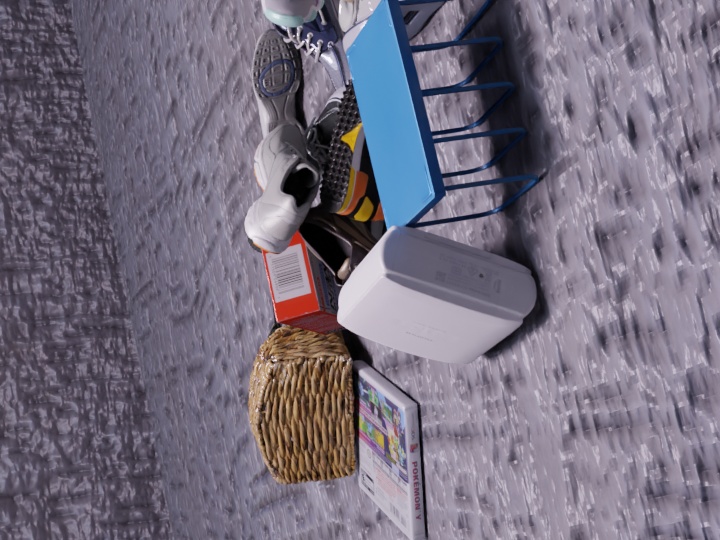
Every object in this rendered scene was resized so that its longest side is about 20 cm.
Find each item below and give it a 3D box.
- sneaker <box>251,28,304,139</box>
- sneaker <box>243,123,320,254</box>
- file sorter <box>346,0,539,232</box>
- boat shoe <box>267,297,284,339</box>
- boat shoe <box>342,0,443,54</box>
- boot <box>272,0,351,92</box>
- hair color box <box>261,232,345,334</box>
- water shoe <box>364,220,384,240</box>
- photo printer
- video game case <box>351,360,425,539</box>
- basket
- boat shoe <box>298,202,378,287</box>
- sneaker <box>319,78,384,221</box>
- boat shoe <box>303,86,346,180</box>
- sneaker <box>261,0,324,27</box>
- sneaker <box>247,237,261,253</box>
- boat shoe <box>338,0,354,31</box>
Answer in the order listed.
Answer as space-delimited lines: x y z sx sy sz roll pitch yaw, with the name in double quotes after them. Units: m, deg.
-0.123 -0.243 2.004 0.087 0.074 0.202 -141 46 -70 "sneaker"
-0.077 -0.112 1.664 0.092 0.075 0.201 -41 31 35 "sneaker"
0.080 -0.154 1.377 0.139 0.122 0.202 138 120 -67 "file sorter"
-0.113 0.098 2.143 0.076 0.060 0.201 -121 29 -47 "boat shoe"
0.030 -0.304 1.526 0.202 0.074 0.087 145 116 -65 "boat shoe"
-0.059 -0.289 1.762 0.073 0.090 0.202 117 140 -60 "boot"
-0.059 0.015 1.803 0.200 0.063 0.112 25 -129 -74 "hair color box"
-0.015 -0.032 1.772 0.072 0.078 0.202 -128 34 -55 "water shoe"
0.069 0.033 1.438 0.200 0.165 0.070 133 153 -66 "photo printer"
0.035 0.231 1.839 0.200 0.023 0.184 -147 50 -66 "video game case"
-0.087 0.175 1.944 0.149 0.141 0.202 -113 19 -62 "basket"
0.000 0.000 1.659 0.200 0.073 0.075 42 132 21 "boat shoe"
0.021 -0.154 1.635 0.070 0.089 0.202 18 91 55 "sneaker"
-0.038 -0.161 1.759 0.074 0.068 0.199 47 158 0 "boat shoe"
-0.066 -0.390 1.640 0.141 0.077 0.201 97 -174 -51 "sneaker"
-0.103 -0.058 2.045 0.199 0.075 0.077 17 107 58 "sneaker"
-0.007 -0.349 1.620 0.201 0.068 0.075 106 148 -52 "boat shoe"
